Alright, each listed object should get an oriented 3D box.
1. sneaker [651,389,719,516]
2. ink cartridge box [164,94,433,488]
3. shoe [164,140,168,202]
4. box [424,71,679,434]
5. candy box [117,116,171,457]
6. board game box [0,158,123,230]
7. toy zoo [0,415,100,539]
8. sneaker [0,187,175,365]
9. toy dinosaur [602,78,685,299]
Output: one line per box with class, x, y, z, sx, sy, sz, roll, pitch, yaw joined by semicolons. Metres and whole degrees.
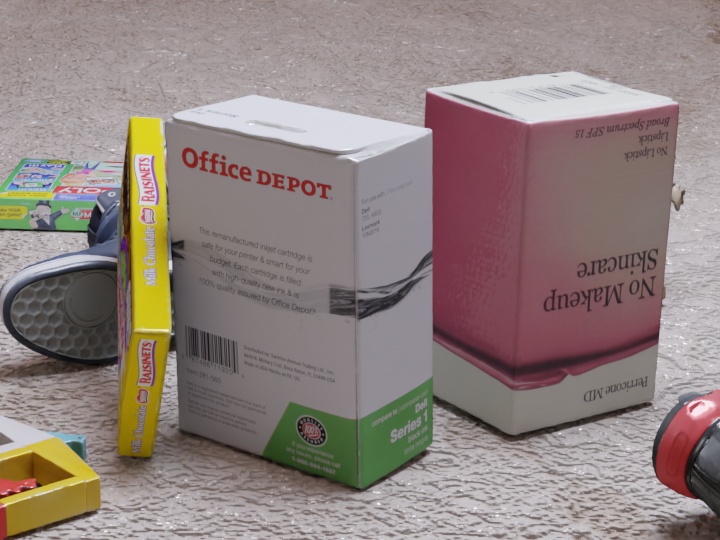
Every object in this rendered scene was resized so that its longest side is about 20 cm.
sneaker;0.261;0.108;1.032;0.199;0.071;0.098;-2;27;-29
ink cartridge box;-0.035;0.007;1.104;0.145;0.202;0.084;15;24;35
shoe;-0.066;-0.060;1.427;0.090;0.072;0.200;-9;-18;34
box;0.116;-0.015;1.187;0.127;0.202;0.109;-11;21;-33
candy box;-0.134;0.006;1.147;0.026;0.103;0.201;2;41;-9
board game box;-0.206;-0.065;1.613;0.198;0.029;0.135;2;17;1
toy zoo;-0.236;0.119;1.035;0.199;0.021;0.131;-14;23;-39
sneaker;-0.183;0.000;1.309;0.201;0.078;0.146;-5;25;-38
toy dinosaur;0.165;-0.052;1.409;0.135;0.201;0.086;9;53;29
